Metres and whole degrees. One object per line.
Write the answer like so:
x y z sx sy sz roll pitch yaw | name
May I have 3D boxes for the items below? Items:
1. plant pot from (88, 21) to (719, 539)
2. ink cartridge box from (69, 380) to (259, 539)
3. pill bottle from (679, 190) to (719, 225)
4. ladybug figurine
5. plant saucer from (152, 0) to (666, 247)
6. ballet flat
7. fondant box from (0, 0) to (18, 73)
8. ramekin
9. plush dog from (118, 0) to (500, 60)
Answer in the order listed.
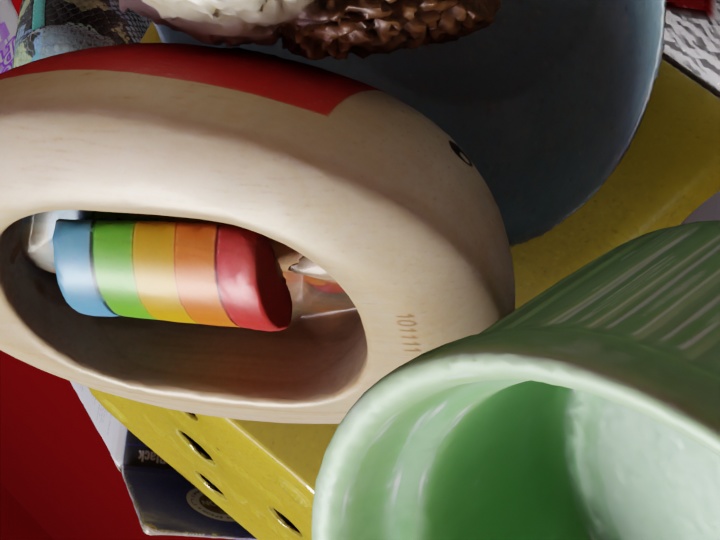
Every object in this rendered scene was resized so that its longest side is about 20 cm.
0.000 0.000 0.775 0.200 0.176 0.200 38 162 18 | plant pot
-0.019 0.056 0.921 0.199 0.041 0.200 7 -162 -23 | ink cartridge box
0.169 0.064 0.637 0.200 0.114 0.114 54 161 -17 | pill bottle
-0.048 -0.016 0.637 0.199 0.072 0.136 7 143 17 | ladybug figurine
0.012 -0.104 0.641 0.200 0.039 0.202 20 125 32 | plant saucer
-0.088 -0.081 0.977 0.074 0.074 0.200 35 178 27 | ballet flat
-0.223 -0.091 0.970 0.058 0.144 0.200 36 165 15 | fondant box
0.093 0.085 0.552 0.200 0.098 0.201 26 133 31 | ramekin
-0.042 -0.124 0.562 0.200 0.160 0.172 41 157 16 | plush dog
